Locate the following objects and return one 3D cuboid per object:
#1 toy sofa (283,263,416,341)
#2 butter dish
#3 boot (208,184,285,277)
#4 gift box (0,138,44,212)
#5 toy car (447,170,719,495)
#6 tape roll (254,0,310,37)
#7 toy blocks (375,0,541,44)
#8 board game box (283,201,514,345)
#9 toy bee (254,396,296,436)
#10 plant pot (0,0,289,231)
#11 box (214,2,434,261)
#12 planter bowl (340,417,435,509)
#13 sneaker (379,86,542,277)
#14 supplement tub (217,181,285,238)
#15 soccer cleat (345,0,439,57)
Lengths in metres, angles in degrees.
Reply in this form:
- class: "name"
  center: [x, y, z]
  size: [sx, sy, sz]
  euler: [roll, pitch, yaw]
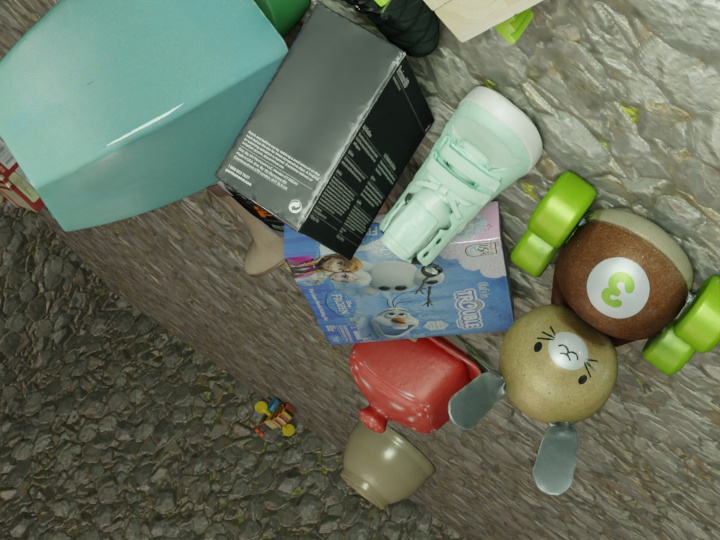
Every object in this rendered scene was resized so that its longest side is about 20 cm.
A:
- class: "toy sofa"
  center: [0.000, 0.000, 1.276]
  size: [0.199, 0.083, 0.097]
  euler: [26, 174, 42]
- class: "butter dish"
  center: [0.055, 0.153, 1.473]
  size: [0.199, 0.148, 0.200]
  euler: [34, 164, 19]
- class: "boot"
  center: [-0.119, -0.079, 1.222]
  size: [0.146, 0.071, 0.200]
  euler: [27, 129, -30]
- class: "gift box"
  center: [-0.610, -0.214, 1.922]
  size: [0.185, 0.200, 0.186]
  euler: [52, 162, -27]
- class: "toy car"
  center: [0.160, 0.061, 0.836]
  size: [0.164, 0.200, 0.158]
  euler: [36, 165, 9]
- class: "tape roll"
  center: [-0.130, -0.265, 0.883]
  size: [0.200, 0.048, 0.201]
  euler: [36, 166, 11]
- class: "toy blocks"
  center: [0.054, -0.206, 0.551]
  size: [0.200, 0.100, 0.136]
  euler: [45, 153, -18]
- class: "board game box"
  center: [0.045, 0.009, 1.058]
  size: [0.197, 0.044, 0.200]
  euler: [-6, 152, 10]
- class: "toy bee"
  center: [-0.244, 0.426, 3.090]
  size: [0.130, 0.109, 0.200]
  euler: [35, 165, 7]
- class: "plant pot"
  center: [-0.168, -0.130, 0.818]
  size: [0.142, 0.199, 0.142]
  euler: [54, 170, 16]
- class: "box"
  center: [-0.018, -0.095, 0.827]
  size: [0.079, 0.142, 0.200]
  euler: [34, -179, 11]
- class: "planter bowl"
  center: [0.041, 0.419, 2.323]
  size: [0.200, 0.135, 0.200]
  euler: [36, 166, 11]
- class: "sneaker"
  center: [0.072, -0.060, 0.857]
  size: [0.074, 0.118, 0.201]
  euler: [39, 164, 5]
- class: "supplement tub"
  center: [-0.074, -0.110, 0.996]
  size: [0.122, 0.123, 0.200]
  euler: [33, 176, 22]
- class: "soccer cleat"
  center: [-0.011, -0.203, 0.706]
  size: [0.067, 0.081, 0.200]
  euler: [25, 160, 43]
